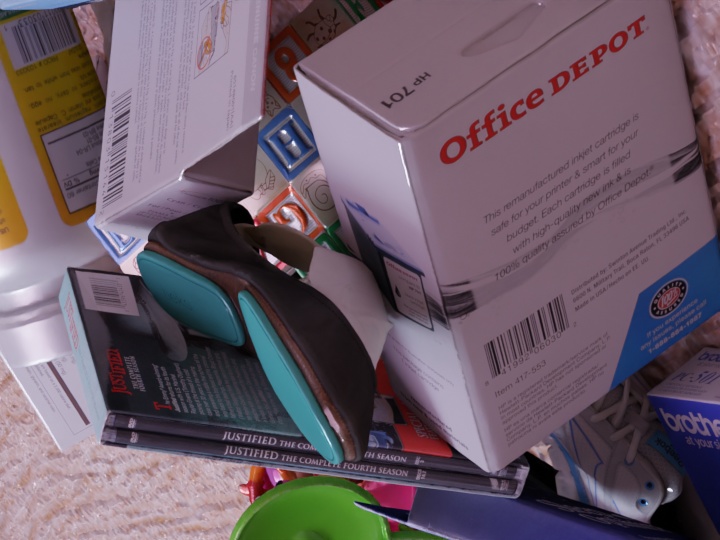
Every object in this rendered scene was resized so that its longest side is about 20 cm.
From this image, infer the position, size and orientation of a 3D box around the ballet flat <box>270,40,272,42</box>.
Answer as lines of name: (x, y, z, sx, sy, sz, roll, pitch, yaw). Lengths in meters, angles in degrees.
ballet flat: (-0.073, -0.058, 1.543, 0.068, 0.067, 0.200, 50, 157, 6)

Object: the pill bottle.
pill bottle: (-0.180, -0.056, 1.531, 0.113, 0.113, 0.200, -3, 109, 64)

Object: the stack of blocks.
stack of blocks: (-0.030, -0.043, 1.440, 0.200, 0.059, 0.115, -41, 86, 34)

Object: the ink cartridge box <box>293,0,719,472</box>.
ink cartridge box: (0.071, -0.035, 1.271, 0.086, 0.146, 0.200, 36, 153, 45)

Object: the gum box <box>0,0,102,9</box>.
gum box: (-0.132, -0.231, 1.388, 0.170, 0.044, 0.201, 1, 94, 63)

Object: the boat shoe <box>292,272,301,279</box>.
boat shoe: (0.000, -0.001, 1.510, 0.201, 0.072, 0.066, 1, 134, 41)

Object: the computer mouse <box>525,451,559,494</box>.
computer mouse: (0.054, 0.100, 1.576, 0.200, 0.046, 0.140, 33, -173, -14)

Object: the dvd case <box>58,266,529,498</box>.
dvd case: (-0.034, 0.050, 1.348, 0.146, 0.200, 0.022, -117, 40, -60)

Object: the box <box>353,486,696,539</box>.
box: (0.107, 0.129, 1.365, 0.200, 0.032, 0.121, 15, 179, 28)

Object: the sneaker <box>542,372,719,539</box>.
sneaker: (0.127, 0.073, 1.445, 0.087, 0.075, 0.200, 11, 143, 49)

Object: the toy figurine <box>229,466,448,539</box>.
toy figurine: (-0.018, 0.137, 1.532, 0.200, 0.150, 0.184, 54, -175, -32)

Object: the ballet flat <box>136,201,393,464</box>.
ballet flat: (-0.032, 0.015, 1.272, 0.200, 0.068, 0.068, 40, 156, 51)

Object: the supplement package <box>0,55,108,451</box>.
supplement package: (-0.163, -0.014, 1.705, 0.156, 0.111, 0.200, 59, -173, -16)

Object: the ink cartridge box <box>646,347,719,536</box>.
ink cartridge box: (0.218, 0.089, 1.307, 0.200, 0.044, 0.094, 5, 128, 62)

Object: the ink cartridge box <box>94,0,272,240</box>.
ink cartridge box: (-0.063, -0.131, 1.361, 0.045, 0.201, 0.176, 13, 159, -27)

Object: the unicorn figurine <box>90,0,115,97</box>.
unicorn figurine: (-0.126, -0.155, 1.569, 0.200, 0.074, 0.138, -26, 66, 48)
